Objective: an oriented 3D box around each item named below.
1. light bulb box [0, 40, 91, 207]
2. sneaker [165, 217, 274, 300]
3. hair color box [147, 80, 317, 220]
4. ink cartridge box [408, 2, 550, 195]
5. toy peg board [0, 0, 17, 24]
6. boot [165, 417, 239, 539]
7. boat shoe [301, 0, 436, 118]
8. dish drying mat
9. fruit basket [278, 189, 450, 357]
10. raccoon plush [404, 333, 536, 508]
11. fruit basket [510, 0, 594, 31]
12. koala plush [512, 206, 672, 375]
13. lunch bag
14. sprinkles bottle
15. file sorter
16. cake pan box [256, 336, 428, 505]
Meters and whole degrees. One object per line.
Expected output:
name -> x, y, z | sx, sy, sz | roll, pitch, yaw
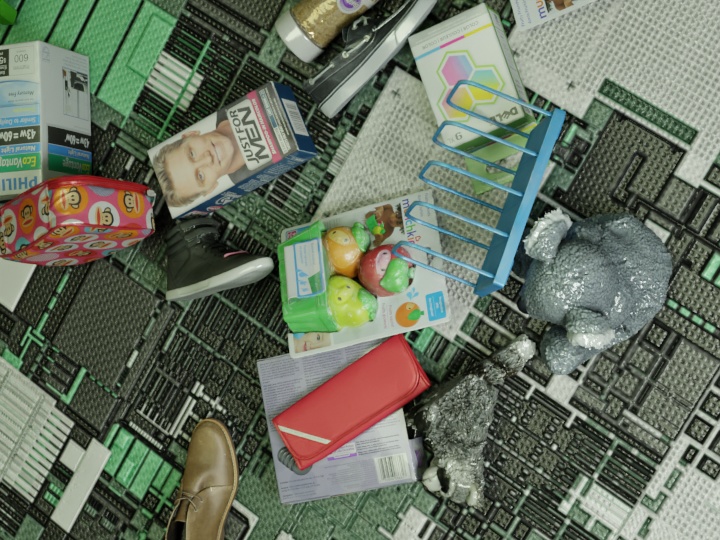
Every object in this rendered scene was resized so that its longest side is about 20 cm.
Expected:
light bulb box -> -0.474, -0.189, 1.919 | 0.197, 0.125, 0.202 | -4, 86, 23
sneaker -> -0.186, -0.024, 1.797 | 0.199, 0.070, 0.100 | -14, 82, 47
hair color box -> -0.164, -0.150, 1.822 | 0.199, 0.060, 0.101 | -27, 78, 21
ink cartridge box -> 0.141, -0.201, 1.693 | 0.103, 0.059, 0.202 | -21, 81, 21
toy peg board -> -0.555, -0.434, 1.990 | 0.198, 0.098, 0.201 | 5, 75, 22
boot -> -0.206, 0.290, 1.822 | 0.073, 0.075, 0.202 | 7, 90, 25
boat shoe -> 0.008, -0.277, 1.742 | 0.068, 0.072, 0.200 | 46, 114, -2
dish drying mat -> -0.013, 0.159, 1.720 | 0.199, 0.018, 0.077 | -35, 75, 18
fruit basket -> 0.000, 0.000, 1.707 | 0.198, 0.094, 0.187 | -17, 57, 17
raccoon plush -> 0.148, 0.185, 1.666 | 0.199, 0.097, 0.134 | -34, 91, 16
fruit basket -> 0.241, -0.397, 1.639 | 0.199, 0.094, 0.187 | -17, 82, 25
koala plush -> 0.240, 0.010, 1.571 | 0.183, 0.200, 0.179 | -23, 80, 21
lunch bag -> -0.358, -0.058, 1.840 | 0.199, 0.175, 0.083 | -19, 73, 43
sprinkles bottle -> -0.014, -0.344, 1.758 | 0.200, 0.068, 0.068 | -40, 75, 17
file sorter -> 0.125, -0.090, 1.573 | 0.122, 0.139, 0.202 | 20, 84, -2
cake pan box -> -0.021, 0.181, 1.759 | 0.198, 0.052, 0.186 | -14, 85, 22
